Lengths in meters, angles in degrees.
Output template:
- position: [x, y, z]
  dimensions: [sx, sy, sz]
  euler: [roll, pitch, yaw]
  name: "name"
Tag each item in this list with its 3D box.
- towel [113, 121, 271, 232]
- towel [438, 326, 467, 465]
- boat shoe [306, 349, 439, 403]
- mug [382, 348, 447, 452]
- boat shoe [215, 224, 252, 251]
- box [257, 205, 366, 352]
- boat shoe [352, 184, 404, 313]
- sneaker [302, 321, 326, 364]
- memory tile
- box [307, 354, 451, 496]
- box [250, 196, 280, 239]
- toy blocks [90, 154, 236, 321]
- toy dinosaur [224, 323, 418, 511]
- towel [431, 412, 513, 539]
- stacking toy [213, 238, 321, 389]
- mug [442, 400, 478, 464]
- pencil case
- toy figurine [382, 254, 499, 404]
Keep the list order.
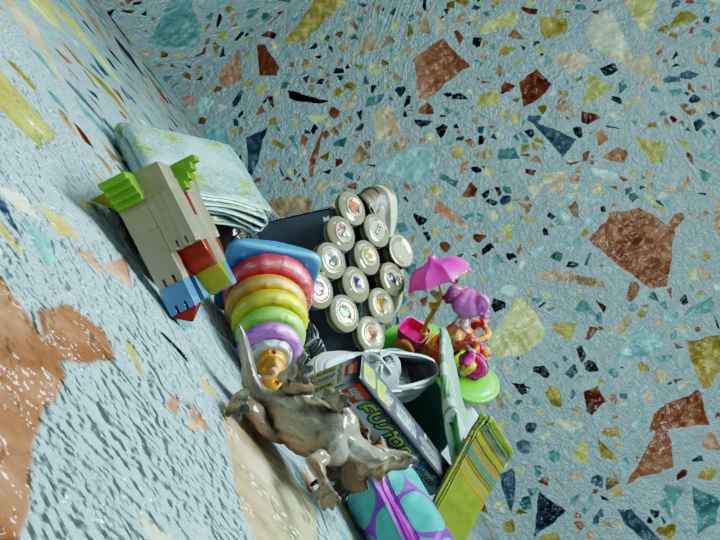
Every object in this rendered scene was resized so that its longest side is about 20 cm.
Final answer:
- position: [-0.226, -0.131, 0.930]
  dimensions: [0.170, 0.048, 0.200]
  euler: [10, 31, -43]
  name: "towel"
- position: [0.123, 0.184, 0.870]
  dimensions: [0.200, 0.023, 0.155]
  euler: [-76, 154, -68]
  name: "towel"
- position: [0.021, 0.123, 0.811]
  dimensions: [0.198, 0.068, 0.073]
  euler: [18, 44, -43]
  name: "boat shoe"
- position: [0.027, 0.207, 0.910]
  dimensions: [0.152, 0.114, 0.185]
  euler: [46, 33, -8]
  name: "mug"
- position: [-0.176, -0.020, 0.987]
  dimensions: [0.201, 0.070, 0.070]
  euler: [54, -2, -33]
  name: "boat shoe"
- position: [-0.058, 0.040, 1.013]
  dimensions: [0.197, 0.122, 0.203]
  euler: [62, 18, -74]
  name: "box"
- position: [0.016, -0.023, 1.031]
  dimensions: [0.074, 0.074, 0.206]
  euler: [3, -75, 39]
  name: "boat shoe"
- position: [-0.069, 0.135, 0.849]
  dimensions: [0.202, 0.077, 0.080]
  euler: [60, -14, 13]
  name: "sneaker"
- position: [0.000, 0.000, 0.924]
  dimensions: [0.153, 0.017, 0.202]
  euler: [42, 48, -24]
  name: "memory tile"
- position: [0.008, 0.187, 0.755]
  dimensions: [0.201, 0.109, 0.035]
  euler: [54, 25, -28]
  name: "box"
- position: [-0.164, -0.036, 1.145]
  dimensions: [0.060, 0.116, 0.200]
  euler: [51, -1, 19]
  name: "box"
- position: [-0.173, -0.027, 0.670]
  dimensions: [0.138, 0.099, 0.200]
  euler: [64, -1, -6]
  name: "toy blocks"
- position: [-0.048, 0.140, 0.611]
  dimensions: [0.199, 0.086, 0.136]
  euler: [36, -15, 10]
  name: "toy dinosaur"
- position: [0.111, 0.265, 0.762]
  dimensions: [0.018, 0.201, 0.086]
  euler: [8, -35, 47]
  name: "towel"
- position: [-0.096, 0.068, 0.737]
  dimensions: [0.114, 0.111, 0.201]
  euler: [9, 36, -19]
  name: "stacking toy"
- position: [0.092, 0.254, 1.090]
  dimensions: [0.149, 0.174, 0.200]
  euler: [55, -2, -13]
  name: "mug"
- position: [0.053, 0.267, 0.657]
  dimensions: [0.200, 0.084, 0.093]
  euler: [51, -17, 51]
  name: "pencil case"
- position: [0.127, 0.071, 0.982]
  dimensions: [0.198, 0.150, 0.186]
  euler: [26, -50, 21]
  name: "toy figurine"
